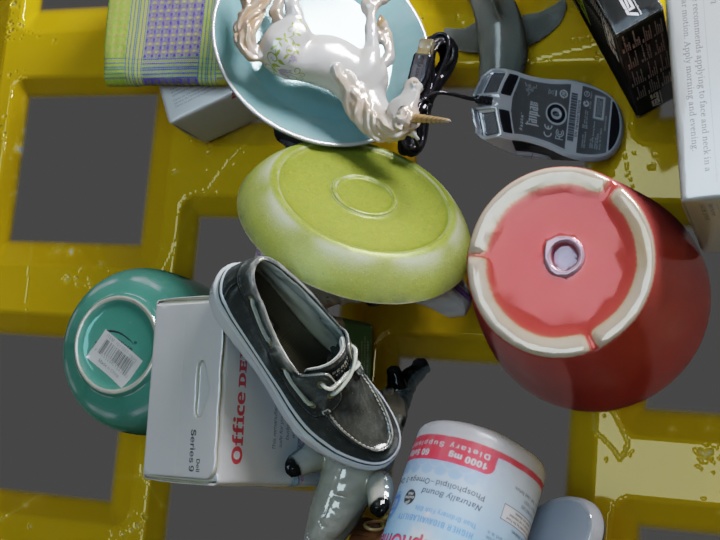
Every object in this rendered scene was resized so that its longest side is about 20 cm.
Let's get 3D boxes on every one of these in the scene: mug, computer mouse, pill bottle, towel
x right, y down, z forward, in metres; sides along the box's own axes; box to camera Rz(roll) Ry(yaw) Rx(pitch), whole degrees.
[{"bbox_3d":[-0.183,0.071,1.084,0.183,0.114,0.154,-14,76,17],"label":"mug"},{"bbox_3d":[0.130,-0.133,1.017,0.197,0.044,0.111,12,76,-11],"label":"computer mouse"},{"bbox_3d":[0.064,0.226,0.898,0.107,0.109,0.202,12,65,21],"label":"pill bottle"},{"bbox_3d":[-0.145,-0.238,1.087,0.197,0.023,0.146,1,81,20],"label":"towel"}]

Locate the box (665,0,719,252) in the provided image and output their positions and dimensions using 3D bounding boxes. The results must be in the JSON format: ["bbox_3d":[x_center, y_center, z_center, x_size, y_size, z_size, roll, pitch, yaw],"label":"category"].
[{"bbox_3d":[0.311,-0.133,0.899,0.129,0.200,0.202,-5,78,20],"label":"box"}]

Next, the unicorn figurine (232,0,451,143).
[{"bbox_3d":[-0.013,-0.178,0.977,0.197,0.074,0.139,11,64,5],"label":"unicorn figurine"}]

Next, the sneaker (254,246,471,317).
[{"bbox_3d":[0.000,0.000,0.999,0.198,0.075,0.101,27,104,14],"label":"sneaker"}]

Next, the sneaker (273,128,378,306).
[{"bbox_3d":[-0.030,-0.057,1.072,0.200,0.075,0.114,40,92,19],"label":"sneaker"}]

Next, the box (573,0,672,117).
[{"bbox_3d":[0.192,-0.243,0.961,0.047,0.200,0.195,-25,74,12],"label":"box"}]

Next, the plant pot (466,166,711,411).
[{"bbox_3d":[0.172,0.007,0.935,0.198,0.177,0.203,-4,78,19],"label":"plant pot"}]

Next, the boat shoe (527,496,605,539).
[{"bbox_3d":[0.147,0.272,0.950,0.203,0.085,0.075,-59,37,14],"label":"boat shoe"}]

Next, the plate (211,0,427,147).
[{"bbox_3d":[-0.034,-0.192,1.022,0.198,0.026,0.203,7,65,-16],"label":"plate"}]

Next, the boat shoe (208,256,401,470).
[{"bbox_3d":[-0.035,0.074,0.885,0.200,0.071,0.072,47,60,-12],"label":"boat shoe"}]

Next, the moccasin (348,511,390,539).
[{"bbox_3d":[0.009,0.243,1.011,0.200,0.073,0.079,-22,81,23],"label":"moccasin"}]

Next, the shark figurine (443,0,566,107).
[{"bbox_3d":[0.096,-0.254,1.060,0.128,0.089,0.215,-39,72,8],"label":"shark figurine"}]

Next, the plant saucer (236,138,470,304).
[{"bbox_3d":[0.000,-0.050,0.949,0.199,0.199,0.031,34,129,21],"label":"plant saucer"}]

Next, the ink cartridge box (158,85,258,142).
[{"bbox_3d":[-0.134,-0.248,1.141,0.144,0.085,0.202,-22,75,14],"label":"ink cartridge box"}]

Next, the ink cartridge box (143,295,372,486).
[{"bbox_3d":[-0.080,0.106,0.989,0.087,0.199,0.147,-4,79,34],"label":"ink cartridge box"}]

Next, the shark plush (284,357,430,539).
[{"bbox_3d":[-0.001,0.146,0.990,0.090,0.084,0.201,11,48,10],"label":"shark plush"}]
